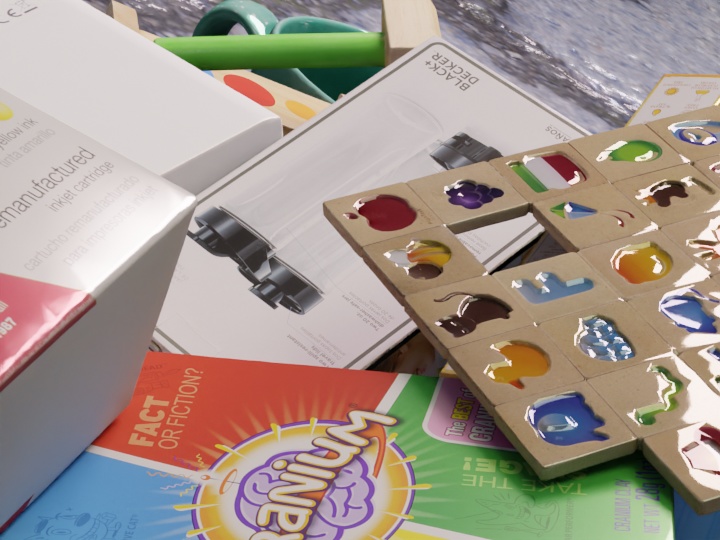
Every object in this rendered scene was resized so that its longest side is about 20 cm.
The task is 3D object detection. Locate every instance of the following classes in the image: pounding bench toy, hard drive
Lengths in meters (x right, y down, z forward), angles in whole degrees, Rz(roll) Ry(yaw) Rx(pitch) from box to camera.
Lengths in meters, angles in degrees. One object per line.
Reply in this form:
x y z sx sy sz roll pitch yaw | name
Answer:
-0.068 -0.059 0.990 0.155 0.201 0.125 21 24 -19 | pounding bench toy
-0.146 -0.068 0.889 0.131 0.026 0.199 -31 46 -33 | hard drive

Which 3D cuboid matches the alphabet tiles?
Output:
0.102 0.008 0.711 0.166 0.008 0.200 -14 36 -20 | alphabet tiles

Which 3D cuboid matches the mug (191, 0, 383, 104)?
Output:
-0.009 -0.057 1.167 0.151 0.115 0.185 12 27 -33 | mug

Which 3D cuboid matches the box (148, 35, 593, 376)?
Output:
0.000 0.000 0.847 0.116 0.060 0.200 35 56 30 | box

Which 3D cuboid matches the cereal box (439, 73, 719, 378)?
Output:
0.106 0.038 0.816 0.039 0.145 0.200 5 39 33 | cereal box

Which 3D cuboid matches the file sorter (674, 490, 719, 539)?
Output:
0.166 0.119 0.772 0.122 0.140 0.200 16 -12 25 | file sorter

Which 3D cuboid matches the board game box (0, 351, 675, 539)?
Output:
-0.007 0.083 0.635 0.198 0.041 0.153 5 27 5 | board game box

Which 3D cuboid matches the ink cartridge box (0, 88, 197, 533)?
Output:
-0.169 -0.008 0.601 0.199 0.084 0.145 29 34 9 | ink cartridge box
